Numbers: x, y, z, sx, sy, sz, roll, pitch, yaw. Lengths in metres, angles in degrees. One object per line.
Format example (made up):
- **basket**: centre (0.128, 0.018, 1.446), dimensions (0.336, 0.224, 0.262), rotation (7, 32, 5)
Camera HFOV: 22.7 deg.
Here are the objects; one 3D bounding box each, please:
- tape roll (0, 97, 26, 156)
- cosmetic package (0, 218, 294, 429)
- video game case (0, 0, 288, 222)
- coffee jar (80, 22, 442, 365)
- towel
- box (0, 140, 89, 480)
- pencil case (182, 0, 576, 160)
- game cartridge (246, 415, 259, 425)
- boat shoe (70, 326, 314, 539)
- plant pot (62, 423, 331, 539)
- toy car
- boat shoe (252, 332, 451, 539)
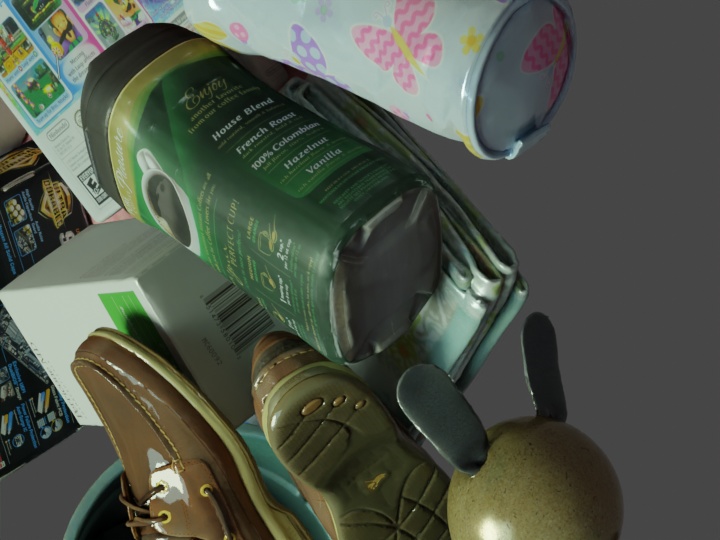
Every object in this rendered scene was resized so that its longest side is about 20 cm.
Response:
- **tape roll**: centre (-0.338, -0.134, 1.200), dimensions (0.203, 0.139, 0.203), rotation (30, 138, 31)
- **cosmetic package**: centre (-0.121, 0.030, 1.058), dimensions (0.200, 0.085, 0.108), rotation (-8, 117, 57)
- **video game case**: centre (-0.154, -0.140, 1.049), dimensions (0.182, 0.024, 0.200), rotation (54, 137, -5)
- **coffee jar**: centre (-0.055, -0.044, 0.912), dimensions (0.200, 0.085, 0.104), rotation (34, 149, 30)
- **towel**: centre (0.000, 0.000, 0.998), dimensions (0.171, 0.048, 0.200), rotation (48, 144, 15)
- **box**: centre (-0.246, 0.035, 1.212), dimensions (0.046, 0.159, 0.200), rotation (19, 132, 43)
- **pencil case**: centre (0.005, -0.121, 0.858), dimensions (0.200, 0.083, 0.091), rotation (25, 119, 34)
- **game cartridge**: centre (-0.075, 0.123, 1.192), dimensions (0.200, 0.040, 0.133), rotation (30, 134, 31)
- **boat shoe**: centre (-0.093, 0.121, 0.967), dimensions (0.200, 0.068, 0.072), rotation (55, 152, -14)
- **plant pot**: centre (-0.103, 0.208, 1.110), dimensions (0.200, 0.200, 0.196), rotation (54, 157, 2)
- **toy car**: centre (0.078, 0.130, 0.923), dimensions (0.158, 0.164, 0.200), rotation (-5, 105, 51)
- **boat shoe**: centre (0.000, 0.105, 0.975), dimensions (0.068, 0.072, 0.200), rotation (54, 176, 48)
